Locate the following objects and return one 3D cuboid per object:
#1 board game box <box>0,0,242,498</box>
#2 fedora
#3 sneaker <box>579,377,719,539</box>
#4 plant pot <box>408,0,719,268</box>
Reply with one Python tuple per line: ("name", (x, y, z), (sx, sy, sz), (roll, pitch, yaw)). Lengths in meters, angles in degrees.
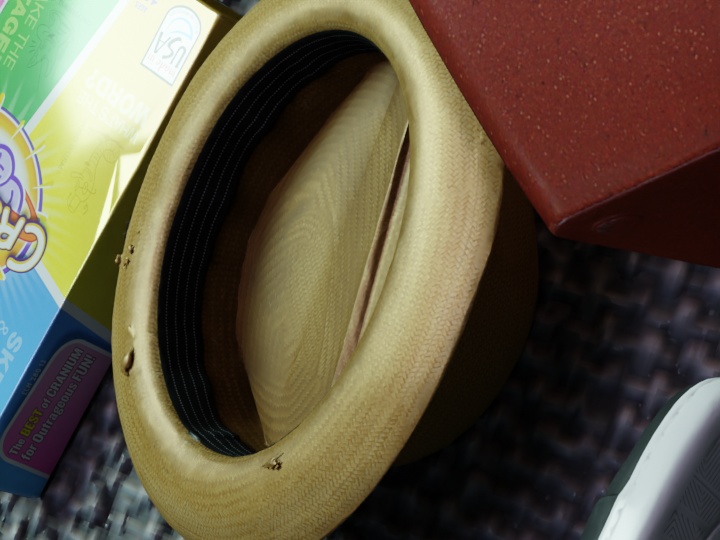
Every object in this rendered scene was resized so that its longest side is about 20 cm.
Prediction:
("board game box", (-0.133, -0.036, 1.038), (0.153, 0.040, 0.201), (35, 99, 40))
("fedora", (0.000, 0.000, 0.859), (0.200, 0.082, 0.202), (-21, 62, 45))
("sneaker", (0.047, 0.119, 0.753), (0.112, 0.073, 0.201), (12, 82, 49))
("plant pot", (0.122, -0.104, 0.701), (0.199, 0.199, 0.177), (-25, 67, 39))
